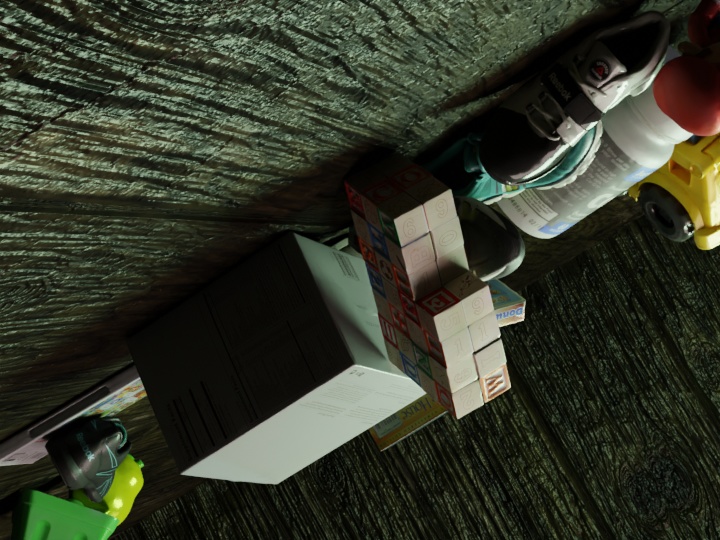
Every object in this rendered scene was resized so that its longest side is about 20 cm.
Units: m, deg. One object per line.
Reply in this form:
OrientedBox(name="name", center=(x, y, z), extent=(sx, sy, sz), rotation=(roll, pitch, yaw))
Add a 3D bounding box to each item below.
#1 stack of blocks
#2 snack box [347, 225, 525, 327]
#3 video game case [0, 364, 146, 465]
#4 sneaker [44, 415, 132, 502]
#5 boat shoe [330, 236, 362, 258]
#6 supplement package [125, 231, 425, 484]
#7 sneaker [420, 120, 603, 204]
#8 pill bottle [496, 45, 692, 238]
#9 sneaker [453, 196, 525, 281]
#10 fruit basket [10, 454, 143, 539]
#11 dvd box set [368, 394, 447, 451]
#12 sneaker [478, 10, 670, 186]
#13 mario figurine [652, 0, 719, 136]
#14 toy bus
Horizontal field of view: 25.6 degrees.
OrientedBox(name="stack of blocks", center=(0.058, 0.013, 1.356), extent=(0.058, 0.200, 0.115), rotation=(-28, -144, -19))
OrientedBox(name="snack box", center=(0.070, 0.000, 1.512), extent=(0.072, 0.200, 0.024), rotation=(-13, 122, -30))
OrientedBox(name="video game case", center=(-0.292, 0.152, 1.698), extent=(0.200, 0.018, 0.143), rotation=(-30, 172, 2))
OrientedBox(name="sneaker", center=(-0.282, 0.203, 1.723), extent=(0.079, 0.076, 0.200), rotation=(-32, 173, -6))
OrientedBox(name="boat shoe", center=(0.002, -0.001, 1.657), extent=(0.072, 0.060, 0.202), rotation=(-33, 172, 28))
OrientedBox(name="supplement package", center=(-0.073, 0.088, 1.502), extent=(0.200, 0.147, 0.191), rotation=(-33, 158, 17))
OrientedBox(name="sneaker", center=(0.132, -0.101, 1.427), extent=(0.200, 0.078, 0.080), rotation=(-26, 165, 39))
OrientedBox(name="pill bottle", center=(0.223, -0.125, 1.495), extent=(0.200, 0.114, 0.114), rotation=(-35, 171, 35))
OrientedBox(name="sneaker", center=(0.105, -0.032, 1.430), extent=(0.084, 0.075, 0.200), rotation=(0, -173, -23))
OrientedBox(name="fruit basket", center=(-0.390, 0.327, 2.163), extent=(0.216, 0.155, 0.216), rotation=(-160, -90, -80))
OrientedBox(name="dvd box set", center=(0.029, 0.091, 1.835), extent=(0.146, 0.200, 0.029), rotation=(-36, 170, 36))
OrientedBox(name="sneaker", center=(0.179, -0.153, 1.323), extent=(0.200, 0.074, 0.089), rotation=(-41, 170, -12))
OrientedBox(name="mario figurine", center=(0.328, -0.182, 1.363), extent=(0.106, 0.123, 0.200), rotation=(-56, 180, 42))
OrientedBox(name="toy bus", center=(0.313, -0.149, 1.594), extent=(0.136, 0.200, 0.192), rotation=(-41, 144, -13))
